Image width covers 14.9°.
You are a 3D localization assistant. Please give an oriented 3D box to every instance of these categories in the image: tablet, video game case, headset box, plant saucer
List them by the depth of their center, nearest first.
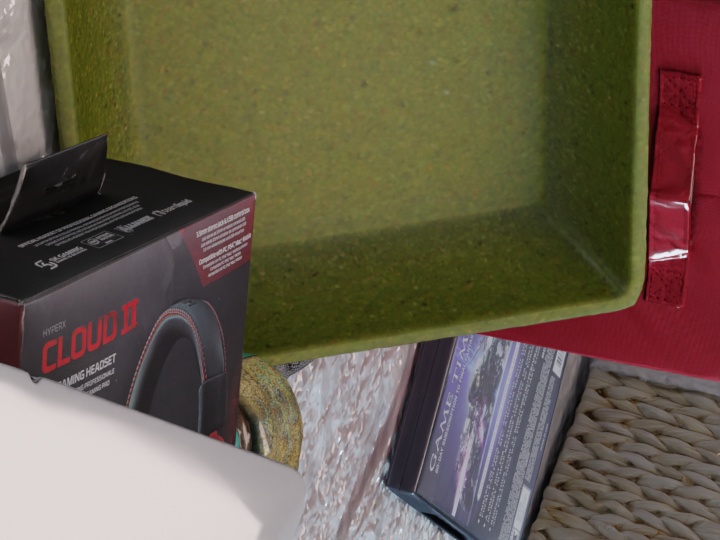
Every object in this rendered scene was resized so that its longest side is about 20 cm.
[{"bbox_3d":[-0.085,0.132,0.701,0.130,0.014,0.200,24,80,-44],"label":"tablet"},{"bbox_3d":[-0.100,0.059,0.829,0.149,0.075,0.200,-29,127,-63],"label":"headset box"},{"bbox_3d":[-0.005,-0.067,0.919,0.048,0.200,0.200,-114,-162,-55],"label":"plant saucer"},{"bbox_3d":[0.064,0.061,1.369,0.200,0.019,0.143,43,60,-66],"label":"video game case"}]

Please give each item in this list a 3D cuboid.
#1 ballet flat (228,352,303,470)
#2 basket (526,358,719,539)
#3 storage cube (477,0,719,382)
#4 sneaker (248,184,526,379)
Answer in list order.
[{"bbox_3d":[-0.062,0.119,0.947,0.071,0.071,0.200,-32,140,-64],"label":"ballet flat"},{"bbox_3d":[0.207,0.171,1.573,0.161,0.200,0.198,-61,154,-28],"label":"basket"},{"bbox_3d":[0.104,-0.077,1.165,0.200,0.180,0.171,-50,145,-56],"label":"storage cube"},{"bbox_3d":[0.000,0.000,1.005,0.076,0.114,0.200,84,24,-57],"label":"sneaker"}]
